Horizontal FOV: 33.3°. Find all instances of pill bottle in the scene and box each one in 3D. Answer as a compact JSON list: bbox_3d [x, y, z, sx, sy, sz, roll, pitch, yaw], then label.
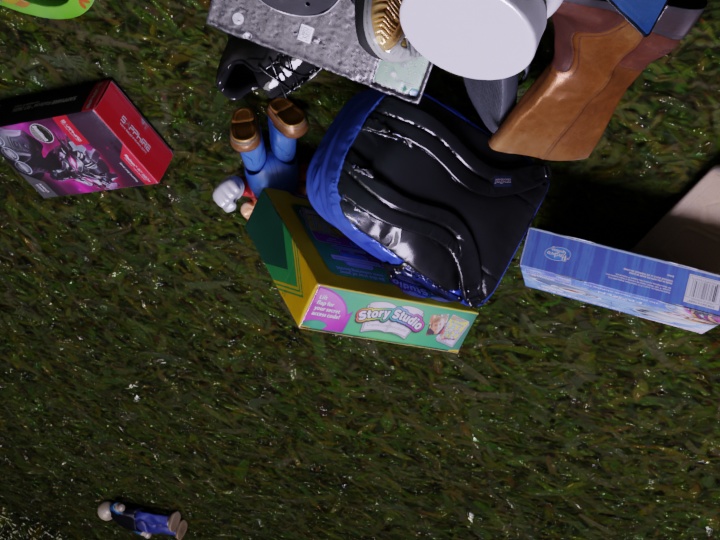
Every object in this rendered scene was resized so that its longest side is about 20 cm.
[{"bbox_3d":[0.099,-0.241,0.831,0.112,0.202,0.114,17,155,8],"label":"pill bottle"}]

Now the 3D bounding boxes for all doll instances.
[{"bbox_3d":[-0.458,0.516,2.491,0.197,0.049,0.137,6,145,22],"label":"doll"}]

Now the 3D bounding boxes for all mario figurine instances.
[{"bbox_3d":[-0.083,-0.083,1.289,0.122,0.107,0.201,11,146,12],"label":"mario figurine"}]

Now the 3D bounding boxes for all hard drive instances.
[{"bbox_3d":[-0.018,-0.240,1.012,0.198,0.038,0.141,20,118,1],"label":"hard drive"}]

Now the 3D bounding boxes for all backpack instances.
[{"bbox_3d":[0.046,-0.076,1.160,0.199,0.164,0.167,30,173,-25],"label":"backpack"}]

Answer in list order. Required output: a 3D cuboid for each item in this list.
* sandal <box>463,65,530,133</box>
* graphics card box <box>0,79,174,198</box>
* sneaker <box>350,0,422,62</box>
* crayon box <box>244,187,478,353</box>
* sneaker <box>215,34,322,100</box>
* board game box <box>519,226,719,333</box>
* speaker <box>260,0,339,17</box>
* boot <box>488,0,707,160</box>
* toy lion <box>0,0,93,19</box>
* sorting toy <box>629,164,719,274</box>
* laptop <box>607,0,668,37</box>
[{"bbox_3d":[0.126,-0.191,1.036,0.042,0.077,0.201,-20,152,-12],"label":"sandal"},{"bbox_3d":[-0.327,-0.148,1.384,0.198,0.051,0.126,-2,143,34],"label":"graphics card box"},{"bbox_3d":[0.014,-0.214,0.895,0.087,0.202,0.076,-16,129,26],"label":"sneaker"},{"bbox_3d":[0.000,0.000,1.243,0.198,0.173,0.059,11,121,-33],"label":"crayon box"},{"bbox_3d":[-0.053,-0.201,1.101,0.198,0.092,0.076,-13,134,41],"label":"sneaker"},{"bbox_3d":[0.262,0.013,1.209,0.197,0.044,0.199,15,177,11],"label":"board game box"},{"bbox_3d":[-0.022,-0.273,0.856,0.080,0.202,0.082,13,143,10],"label":"speaker"},{"bbox_3d":[0.156,-0.174,0.989,0.186,0.069,0.200,0,148,-28],"label":"boot"},{"bbox_3d":[-0.282,-0.304,1.114,0.189,0.069,0.201,15,150,-6],"label":"toy lion"},{"bbox_3d":[0.384,-0.026,1.175,0.183,0.037,0.200,24,154,-4],"label":"sorting toy"},{"bbox_3d":[0.199,-0.291,0.749,0.187,0.117,0.199,36,132,-25],"label":"laptop"}]
